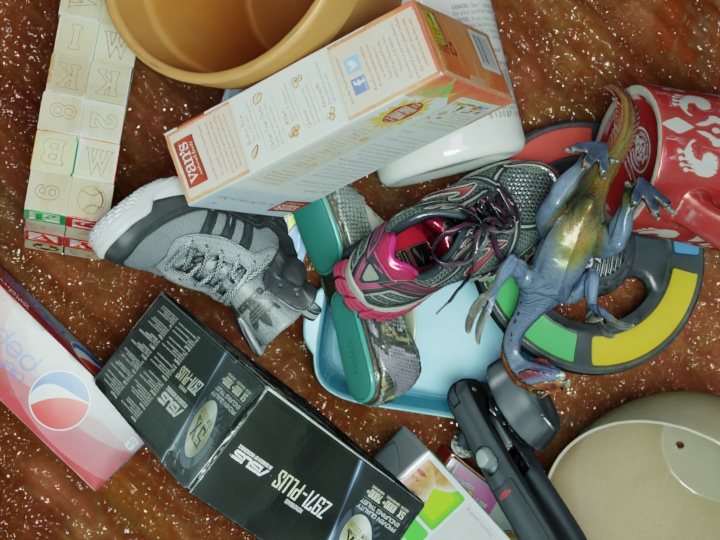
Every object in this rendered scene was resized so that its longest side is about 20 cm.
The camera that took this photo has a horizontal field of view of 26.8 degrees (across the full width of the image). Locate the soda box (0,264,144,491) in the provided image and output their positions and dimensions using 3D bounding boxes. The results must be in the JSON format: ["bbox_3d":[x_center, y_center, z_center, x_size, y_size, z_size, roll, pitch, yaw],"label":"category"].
[{"bbox_3d":[-0.246,0.069,1.132,0.063,0.070,0.200,-44,100,1],"label":"soda box"}]

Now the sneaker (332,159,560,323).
[{"bbox_3d":[0.076,-0.025,1.090,0.199,0.075,0.081,-31,85,-31],"label":"sneaker"}]

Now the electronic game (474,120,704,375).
[{"bbox_3d":[0.177,-0.019,1.177,0.199,0.042,0.201,3,80,-16],"label":"electronic game"}]

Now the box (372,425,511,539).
[{"bbox_3d":[0.042,0.254,1.141,0.176,0.097,0.200,-42,100,-4],"label":"box"}]

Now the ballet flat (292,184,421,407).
[{"bbox_3d":[0.000,0.000,1.131,0.072,0.072,0.202,-17,84,-6],"label":"ballet flat"}]

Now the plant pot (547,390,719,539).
[{"bbox_3d":[0.258,0.172,1.172,0.199,0.134,0.201,14,121,25],"label":"plant pot"}]

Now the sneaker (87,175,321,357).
[{"bbox_3d":[-0.096,-0.001,1.058,0.075,0.200,0.114,-43,70,24],"label":"sneaker"}]

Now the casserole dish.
[{"bbox_3d":[0.052,0.050,1.190,0.199,0.039,0.122,9,95,-8],"label":"casserole dish"}]

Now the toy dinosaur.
[{"bbox_3d":[0.157,-0.001,1.097,0.105,0.200,0.182,31,134,4],"label":"toy dinosaur"}]

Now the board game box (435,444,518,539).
[{"bbox_3d":[0.067,0.265,1.213,0.153,0.040,0.200,39,89,-10],"label":"board game box"}]

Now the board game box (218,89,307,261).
[{"bbox_3d":[-0.073,-0.077,1.169,0.102,0.019,0.201,19,93,-8],"label":"board game box"}]

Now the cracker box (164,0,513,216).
[{"bbox_3d":[-0.013,-0.103,1.017,0.199,0.134,0.058,-26,79,22],"label":"cracker box"}]

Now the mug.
[{"bbox_3d":[0.293,-0.067,1.127,0.199,0.178,0.134,9,102,-18],"label":"mug"}]

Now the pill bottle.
[{"bbox_3d":[0.046,-0.172,1.124,0.114,0.114,0.201,-14,88,-7],"label":"pill bottle"}]

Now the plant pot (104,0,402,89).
[{"bbox_3d":[-0.060,-0.214,1.038,0.199,0.140,0.202,-3,83,29],"label":"plant pot"}]

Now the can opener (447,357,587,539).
[{"bbox_3d":[0.122,0.160,1.121,0.063,0.079,0.201,-1,56,-36],"label":"can opener"}]

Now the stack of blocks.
[{"bbox_3d":[-0.198,-0.120,1.096,0.058,0.115,0.201,10,76,-10],"label":"stack of blocks"}]

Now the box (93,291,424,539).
[{"bbox_3d":[-0.075,0.120,1.062,0.164,0.200,0.086,41,86,-33],"label":"box"}]
